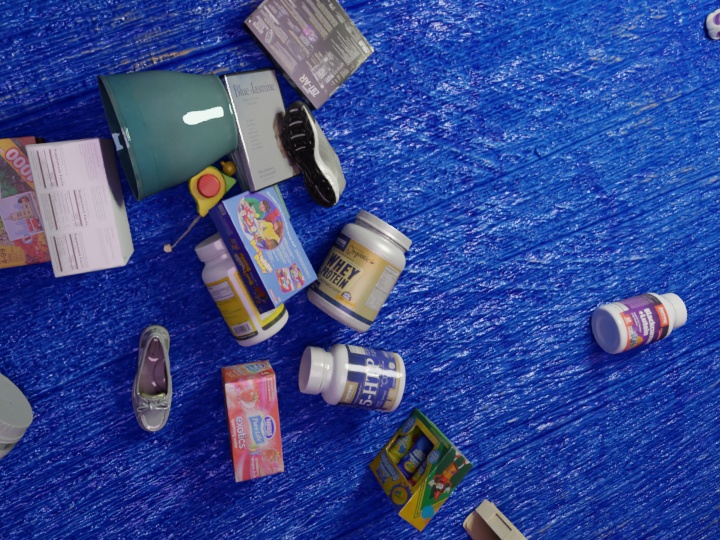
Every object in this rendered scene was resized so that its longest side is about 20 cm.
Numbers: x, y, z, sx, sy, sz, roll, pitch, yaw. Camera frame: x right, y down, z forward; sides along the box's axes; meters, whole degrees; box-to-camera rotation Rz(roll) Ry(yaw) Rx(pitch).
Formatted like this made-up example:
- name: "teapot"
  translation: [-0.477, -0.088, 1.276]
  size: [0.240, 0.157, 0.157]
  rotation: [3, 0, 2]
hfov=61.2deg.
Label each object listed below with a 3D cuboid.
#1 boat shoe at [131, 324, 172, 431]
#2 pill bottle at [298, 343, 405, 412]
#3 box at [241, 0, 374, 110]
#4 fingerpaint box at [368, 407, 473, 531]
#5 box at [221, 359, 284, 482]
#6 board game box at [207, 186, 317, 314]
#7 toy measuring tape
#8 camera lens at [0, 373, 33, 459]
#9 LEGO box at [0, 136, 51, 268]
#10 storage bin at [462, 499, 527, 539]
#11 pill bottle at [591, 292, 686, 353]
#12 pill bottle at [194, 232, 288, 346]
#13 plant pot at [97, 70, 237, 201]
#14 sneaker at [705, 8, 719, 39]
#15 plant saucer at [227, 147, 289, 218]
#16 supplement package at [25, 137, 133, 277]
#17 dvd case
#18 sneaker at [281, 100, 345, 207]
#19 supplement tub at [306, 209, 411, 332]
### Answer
- name: "boat shoe"
  translation: [-0.388, 0.208, 1.138]
  size: [0.073, 0.065, 0.207]
  rotation: [5, 99, -18]
- name: "pill bottle"
  translation: [-0.019, 0.213, 1.228]
  size: [0.196, 0.120, 0.123]
  rotation: [11, 97, -19]
- name: "box"
  translation: [-0.094, -0.428, 1.123]
  size: [0.160, 0.043, 0.200]
  rotation: [-46, 110, -5]
- name: "fingerpaint box"
  translation: [0.118, 0.404, 1.264]
  size: [0.073, 0.200, 0.168]
  rotation: [41, 87, -19]
- name: "box"
  translation: [-0.211, 0.292, 1.194]
  size: [0.100, 0.095, 0.205]
  rotation: [-6, 102, -17]
- name: "board game box"
  translation: [-0.171, -0.044, 1.094]
  size: [0.134, 0.044, 0.203]
  rotation: [-34, 101, -52]
- name: "toy measuring tape"
  translation: [-0.303, -0.127, 1.101]
  size: [0.074, 0.073, 0.200]
  rotation: [44, 85, -20]
- name: "camera lens"
  translation: [-0.676, 0.278, 1.010]
  size: [0.200, 0.160, 0.160]
  rotation: [-44, 109, -5]
- name: "LEGO box"
  translation: [-0.589, -0.112, 1.008]
  size: [0.146, 0.077, 0.205]
  rotation: [-10, 103, -16]
- name: "storage bin"
  translation: [0.351, 0.657, 1.385]
  size: [0.093, 0.200, 0.200]
  rotation: [-39, 109, -8]
- name: "pill bottle"
  translation: [0.655, 0.117, 1.427]
  size: [0.196, 0.111, 0.114]
  rotation: [-14, 104, -14]
- name: "pill bottle"
  translation: [-0.223, 0.028, 1.132]
  size: [0.111, 0.112, 0.203]
  rotation: [-28, 107, -10]
- name: "plant pot"
  translation: [-0.314, -0.241, 1.020]
  size: [0.185, 0.199, 0.205]
  rotation: [-20, 106, -23]
- name: "sneaker"
  translation: [0.887, -0.585, 1.383]
  size: [0.198, 0.083, 0.082]
  rotation: [-33, 108, -10]
- name: "plant saucer"
  translation: [-0.198, -0.178, 1.152]
  size: [0.069, 0.019, 0.204]
  rotation: [-23, 107, -12]
- name: "supplement package"
  translation: [-0.456, -0.110, 1.009]
  size: [0.108, 0.156, 0.205]
  rotation: [-9, 103, -13]
- name: "dvd case"
  translation: [-0.175, -0.257, 1.098]
  size: [0.142, 0.017, 0.204]
  rotation: [-34, 114, -52]
- name: "sneaker"
  translation: [-0.085, -0.223, 1.149]
  size: [0.080, 0.073, 0.203]
  rotation: [-53, 129, -46]
- name: "supplement tub"
  translation: [0.000, 0.000, 1.180]
  size: [0.143, 0.144, 0.203]
  rotation: [30, 90, -20]
